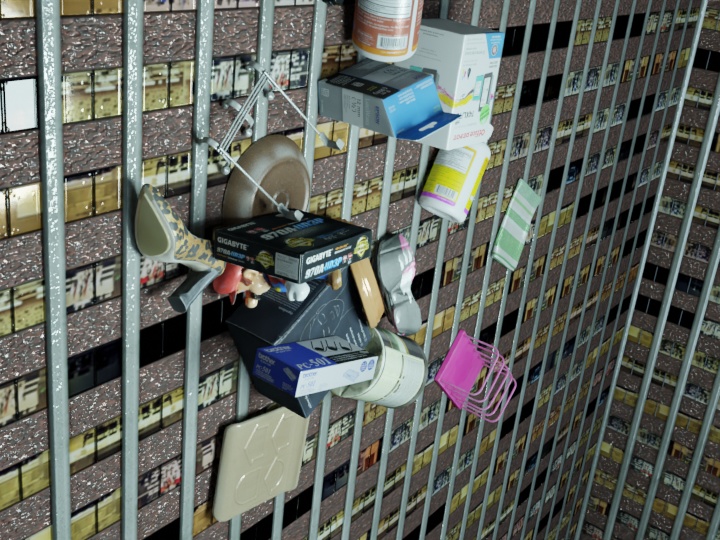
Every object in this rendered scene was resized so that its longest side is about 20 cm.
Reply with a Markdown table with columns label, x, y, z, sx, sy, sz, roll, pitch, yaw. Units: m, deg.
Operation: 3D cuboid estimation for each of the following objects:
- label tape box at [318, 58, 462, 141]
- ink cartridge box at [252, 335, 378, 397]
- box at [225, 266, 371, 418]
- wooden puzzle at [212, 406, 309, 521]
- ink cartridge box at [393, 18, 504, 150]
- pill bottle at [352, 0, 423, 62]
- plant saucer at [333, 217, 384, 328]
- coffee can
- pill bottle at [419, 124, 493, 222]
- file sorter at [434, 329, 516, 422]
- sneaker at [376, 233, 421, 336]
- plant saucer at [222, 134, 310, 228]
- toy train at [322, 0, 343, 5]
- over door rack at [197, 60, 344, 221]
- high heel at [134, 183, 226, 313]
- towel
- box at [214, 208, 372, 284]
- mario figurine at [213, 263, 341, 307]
| label | x | y | z | sx | sy | sz | roll | pitch | yaw |
| --- | --- | --- | --- | --- | --- | --- | --- | --- | --- |
| label tape box | 0.050 | -0.279 | 1.472 | 0.143 | 0.198 | 0.067 | -34 | 133 | -42 |
| ink cartridge box | -0.068 | 0.147 | 1.415 | 0.198 | 0.093 | 0.045 | -4 | 112 | -54 |
| box | -0.099 | 0.102 | 1.538 | 0.197 | 0.122 | 0.202 | -50 | 143 | -29 |
| wooden puzzle | -0.183 | 0.334 | 1.625 | 0.198 | 0.046 | 0.189 | -9 | 115 | -50 |
| ink cartridge box | 0.152 | -0.341 | 1.643 | 0.146 | 0.144 | 0.204 | -21 | 125 | -49 |
| pill bottle | 0.048 | -0.446 | 1.431 | 0.112 | 0.111 | 0.203 | -36 | 146 | -40 |
| plant saucer | 0.000 | 0.000 | 1.580 | 0.037 | 0.202 | 0.202 | -19 | 135 | -2 |
| coffee can | 0.027 | 0.184 | 1.756 | 0.199 | 0.145 | 0.149 | 25 | 87 | -58 |
| pill bottle | 0.199 | -0.208 | 1.833 | 0.104 | 0.103 | 0.203 | 27 | 85 | -58 |
| file sorter | 0.292 | 0.268 | 2.230 | 0.140 | 0.124 | 0.200 | -59 | 147 | -14 |
| sneaker | 0.061 | 0.027 | 1.796 | 0.079 | 0.086 | 0.205 | -10 | 100 | -23 |
| plant saucer | -0.138 | -0.112 | 1.440 | 0.199 | 0.036 | 0.204 | -33 | 133 | -43 |
| toy train | -0.016 | -0.507 | 1.386 | 0.034 | 0.045 | 0.204 | 2 | 106 | -56 |
| over door rack | -0.136 | -0.189 | 1.350 | 0.199 | 0.066 | 0.149 | 39 | 73 | -35 |
| high heel | -0.251 | -0.061 | 1.288 | 0.143 | 0.070 | 0.203 | -57 | 143 | -47 |
| towel | 0.390 | -0.110 | 2.257 | 0.152 | 0.023 | 0.203 | 25 | 86 | -58 |
| box | -0.096 | -0.040 | 1.346 | 0.199 | 0.157 | 0.047 | -22 | 123 | -55 |
| mario figurine | -0.130 | 0.024 | 1.409 | 0.124 | 0.195 | 0.108 | 100 | -15 | -60 |
